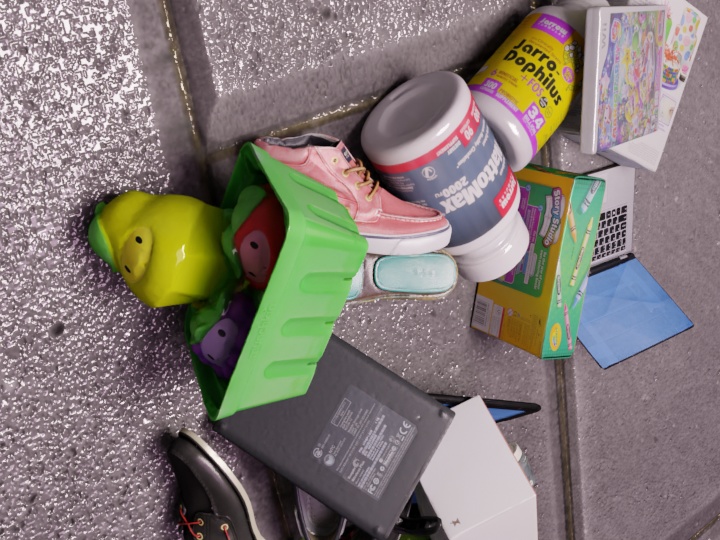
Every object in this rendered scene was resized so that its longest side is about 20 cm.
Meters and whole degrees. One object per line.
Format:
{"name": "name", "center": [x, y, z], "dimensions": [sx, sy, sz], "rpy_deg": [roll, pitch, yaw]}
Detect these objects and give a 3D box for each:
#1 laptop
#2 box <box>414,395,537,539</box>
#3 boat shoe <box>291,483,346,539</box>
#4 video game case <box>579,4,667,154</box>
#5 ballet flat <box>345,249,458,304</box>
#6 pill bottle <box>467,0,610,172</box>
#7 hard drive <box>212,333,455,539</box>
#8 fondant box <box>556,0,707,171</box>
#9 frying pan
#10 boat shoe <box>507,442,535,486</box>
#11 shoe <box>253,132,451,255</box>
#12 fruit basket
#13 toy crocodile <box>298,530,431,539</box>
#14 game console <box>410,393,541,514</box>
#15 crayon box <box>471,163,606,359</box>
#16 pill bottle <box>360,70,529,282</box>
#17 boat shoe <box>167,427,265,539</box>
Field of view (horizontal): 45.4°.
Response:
{"name": "laptop", "center": [0.322, -0.014, 1.077], "dimensions": [0.184, 0.115, 0.205], "rpy_deg": [-17, 113, -33]}
{"name": "box", "center": [0.118, 0.250, 0.915], "dimensions": [0.096, 0.125, 0.202], "rpy_deg": [-23, 141, -6]}
{"name": "boat shoe", "center": [-0.039, 0.186, 0.881], "dimensions": [0.074, 0.060, 0.205], "rpy_deg": [-7, 103, -2]}
{"name": "video game case", "center": [0.291, -0.214, 0.943], "dimensions": [0.198, 0.018, 0.147], "rpy_deg": [-22, 116, -49]}
{"name": "ballet flat", "center": [0.000, 0.000, 0.863], "dimensions": [0.195, 0.071, 0.072], "rpy_deg": [4, 103, -17]}
{"name": "pill bottle", "center": [0.191, -0.210, 0.927], "dimensions": [0.201, 0.103, 0.105], "rpy_deg": [-50, 126, -15]}
{"name": "hard drive", "center": [-0.026, 0.145, 0.833], "dimensions": [0.198, 0.033, 0.141], "rpy_deg": [32, 83, 6]}
{"name": "fondant box", "center": [0.330, -0.241, 1.049], "dimensions": [0.142, 0.058, 0.204], "rpy_deg": [16, 94, -35]}
{"name": "frying pan", "center": [0.024, 0.268, 0.859], "dimensions": [0.031, 0.190, 0.117], "rpy_deg": [29, 87, -6]}
{"name": "boat shoe", "center": [0.147, 0.304, 1.058], "dimensions": [0.200, 0.072, 0.062], "rpy_deg": [-45, 103, -25]}
{"name": "shoe", "center": [-0.007, -0.072, 0.798], "dimensions": [0.195, 0.072, 0.093], "rpy_deg": [4, 111, -6]}
{"name": "fruit basket", "center": [-0.121, 0.001, 0.715], "dimensions": [0.211, 0.156, 0.219], "rpy_deg": [-13, 129, -17]}
{"name": "toy crocodile", "center": [0.006, 0.319, 0.977], "dimensions": [0.197, 0.063, 0.068], "rpy_deg": [-4, 148, -37]}
{"name": "game console", "center": [0.082, 0.209, 0.962], "dimensions": [0.197, 0.116, 0.180], "rpy_deg": [12, 96, -38]}
{"name": "crayon box", "center": [0.200, -0.015, 0.982], "dimensions": [0.057, 0.118, 0.205], "rpy_deg": [1, 104, -36]}
{"name": "pill bottle", "center": [0.096, -0.088, 0.882], "dimensions": [0.120, 0.119, 0.201], "rpy_deg": [-48, 126, -15]}
{"name": "boat shoe", "center": [-0.141, 0.240, 0.829], "dimensions": [0.063, 0.073, 0.205], "rpy_deg": [-38, 127, -31]}
